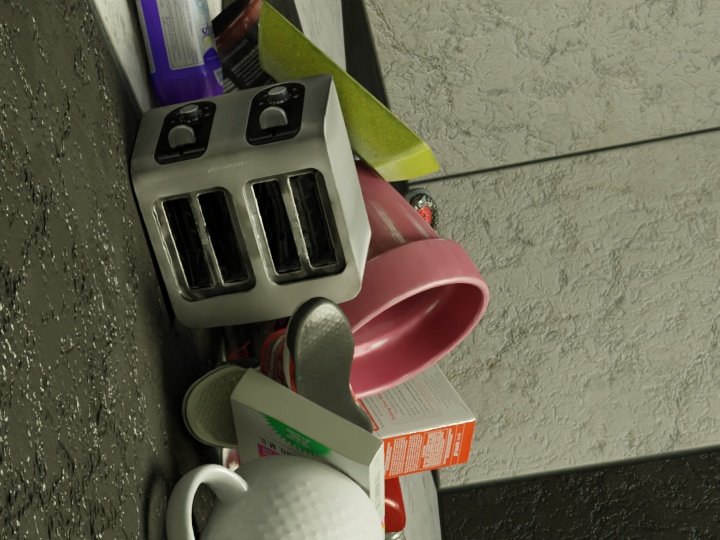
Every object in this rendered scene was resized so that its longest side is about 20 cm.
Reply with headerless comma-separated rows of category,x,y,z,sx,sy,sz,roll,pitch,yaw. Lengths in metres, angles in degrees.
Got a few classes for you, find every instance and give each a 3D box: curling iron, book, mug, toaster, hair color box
curling iron,-0.121,0.084,1.546,0.050,0.025,0.202,-129,-152,-77
book,-0.040,0.171,1.342,0.048,0.133,0.201,-55,161,-27
mug,-0.083,0.241,1.224,0.201,0.147,0.176,53,30,-22
toaster,-0.092,-0.053,1.358,0.119,0.179,0.202,-82,160,-61
hair color box,0.005,0.160,1.595,0.111,0.198,0.064,-125,-144,-48

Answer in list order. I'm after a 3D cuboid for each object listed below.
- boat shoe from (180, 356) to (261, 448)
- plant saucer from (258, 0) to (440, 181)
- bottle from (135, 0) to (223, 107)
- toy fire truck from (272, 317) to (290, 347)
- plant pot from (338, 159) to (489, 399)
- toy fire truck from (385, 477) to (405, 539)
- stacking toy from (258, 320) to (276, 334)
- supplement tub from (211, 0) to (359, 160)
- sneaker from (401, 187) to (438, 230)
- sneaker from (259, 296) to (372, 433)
boat shoe,-0.117,0.117,1.407,0.200,0.062,0.076,-18,104,-68
plant saucer,-0.018,-0.152,1.453,0.199,0.048,0.200,42,3,6
bottle,-0.162,-0.194,1.426,0.084,0.065,0.202,-74,154,-78
toy fire truck,-0.034,0.124,1.689,0.175,0.128,0.202,29,77,-40
plant pot,0.000,0.000,1.525,0.180,0.199,0.200,60,-2,23
toy fire truck,0.031,0.286,1.635,0.129,0.198,0.177,-101,-173,-53
stacking toy,-0.068,-0.027,1.717,0.086,0.084,0.202,-87,-178,-64
supplement tub,-0.083,-0.179,1.602,0.200,0.107,0.107,48,19,-19
sneaker,0.011,-0.052,1.681,0.200,0.079,0.096,-41,-113,55
sneaker,-0.053,0.076,1.342,0.108,0.067,0.202,40,-22,37
